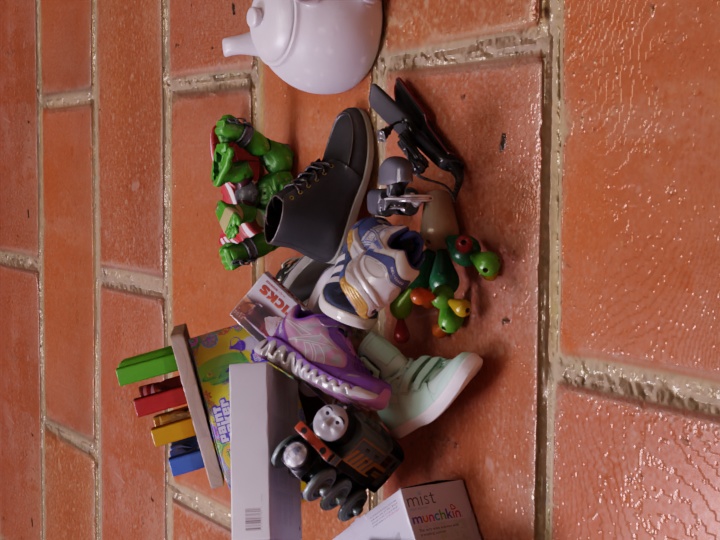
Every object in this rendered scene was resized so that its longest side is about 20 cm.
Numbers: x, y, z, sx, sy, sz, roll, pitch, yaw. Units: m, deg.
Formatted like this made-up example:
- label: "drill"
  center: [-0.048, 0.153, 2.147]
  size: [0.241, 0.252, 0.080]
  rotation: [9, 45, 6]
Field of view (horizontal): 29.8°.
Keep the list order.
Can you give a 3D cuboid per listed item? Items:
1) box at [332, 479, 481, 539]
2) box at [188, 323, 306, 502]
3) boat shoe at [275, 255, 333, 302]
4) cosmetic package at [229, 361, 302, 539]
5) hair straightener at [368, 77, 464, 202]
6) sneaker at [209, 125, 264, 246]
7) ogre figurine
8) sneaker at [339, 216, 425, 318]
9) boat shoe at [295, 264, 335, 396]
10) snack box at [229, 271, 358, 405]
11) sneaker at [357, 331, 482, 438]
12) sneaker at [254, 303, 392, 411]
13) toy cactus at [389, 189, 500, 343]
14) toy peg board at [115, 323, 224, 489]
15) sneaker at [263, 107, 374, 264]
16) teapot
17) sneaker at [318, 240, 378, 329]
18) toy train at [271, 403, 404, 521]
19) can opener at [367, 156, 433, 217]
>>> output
- label: "box"
  center: [0.058, 0.363, 1.574]
  size: [0.200, 0.096, 0.178]
  rotation: [-48, 52, 49]
- label: "box"
  center: [-0.137, 0.198, 1.789]
  size: [0.193, 0.121, 0.201]
  rotation: [86, 167, -66]
- label: "boat shoe"
  center: [-0.088, 0.018, 1.817]
  size: [0.200, 0.070, 0.064]
  rotation: [-55, 48, 47]
- label: "cosmetic package"
  center: [-0.110, 0.219, 1.588]
  size: [0.151, 0.051, 0.202]
  rotation: [46, -139, -71]
- label: "hair straightener"
  center: [0.055, -0.148, 1.567]
  size: [0.201, 0.076, 0.041]
  rotation: [60, 153, 34]
- label: "sneaker"
  center: [-0.192, -0.107, 1.974]
  size: [0.116, 0.078, 0.201]
  rotation: [-49, 51, 47]
- label: "ogre figurine"
  center: [-0.141, -0.107, 1.848]
  size: [0.098, 0.119, 0.202]
  rotation: [-36, 63, 49]
- label: "sneaker"
  center: [0.035, -0.015, 1.479]
  size: [0.088, 0.075, 0.200]
  rotation: [-31, 19, 16]
- label: "boat shoe"
  center: [-0.056, 0.068, 1.774]
  size: [0.070, 0.070, 0.201]
  rotation: [49, 138, 42]
- label: "snack box"
  center: [-0.068, 0.094, 1.703]
  size: [0.200, 0.024, 0.072]
  rotation: [42, 100, 4]
- label: "sneaker"
  center: [0.052, 0.115, 1.547]
  size: [0.118, 0.074, 0.200]
  rotation: [48, 144, 0]
- label: "sneaker"
  center: [-0.035, 0.095, 1.557]
  size: [0.199, 0.080, 0.089]
  rotation: [24, 79, 43]
- label: "toy cactus"
  center: [0.083, -0.008, 1.529]
  size: [0.200, 0.101, 0.166]
  rotation: [136, 135, -61]
- label: "toy peg board"
  center: [-0.252, 0.184, 1.785]
  size: [0.200, 0.097, 0.201]
  rotation: [-165, 61, -84]
- label: "sneaker"
  center: [-0.051, -0.116, 1.691]
  size: [0.075, 0.106, 0.202]
  rotation: [1, 79, 59]
- label: "teapot"
  center: [-0.072, -0.316, 1.697]
  size: [0.198, 0.145, 0.201]
  rotation: [52, 133, 43]
- label: "sneaker"
  center: [0.000, 0.000, 1.607]
  size: [0.200, 0.074, 0.085]
  rotation: [-86, 17, -69]
- label: "toy train"
  center: [-0.023, 0.214, 1.554]
  size: [0.114, 0.200, 0.085]
  rotation: [-48, 60, -3]
- label: "can opener"
  center: [0.042, -0.096, 1.547]
  size: [0.200, 0.053, 0.068]
  rotation: [-155, 63, -82]
